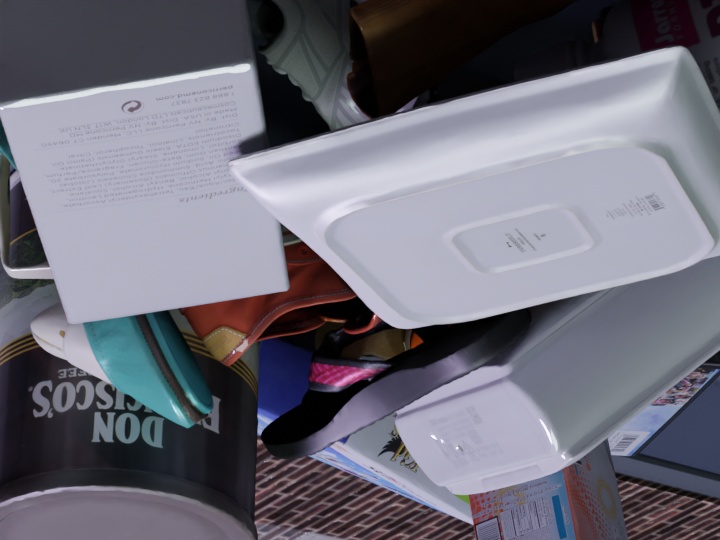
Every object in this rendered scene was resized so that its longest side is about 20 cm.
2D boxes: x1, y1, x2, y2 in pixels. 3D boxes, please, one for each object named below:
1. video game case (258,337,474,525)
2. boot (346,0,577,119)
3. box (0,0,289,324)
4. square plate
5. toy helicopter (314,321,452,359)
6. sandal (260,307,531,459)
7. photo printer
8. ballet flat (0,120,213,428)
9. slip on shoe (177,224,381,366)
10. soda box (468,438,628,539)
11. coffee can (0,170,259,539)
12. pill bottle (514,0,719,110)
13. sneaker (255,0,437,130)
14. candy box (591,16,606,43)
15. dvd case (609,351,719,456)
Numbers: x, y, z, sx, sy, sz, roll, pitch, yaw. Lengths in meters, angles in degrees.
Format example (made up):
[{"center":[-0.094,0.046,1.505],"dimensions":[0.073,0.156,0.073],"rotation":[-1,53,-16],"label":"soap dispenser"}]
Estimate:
[{"center":[-0.029,0.081,1.432],"dimensions":[0.200,0.046,0.181],"rotation":[19,169,38],"label":"video game case"},{"center":[0.079,-0.155,1.052],"dimensions":[0.200,0.069,0.188],"rotation":[-27,168,-12],"label":"boot"},{"center":[-0.099,-0.091,1.088],"dimensions":[0.106,0.153,0.200],"rotation":[-9,152,-2],"label":"box"},{"center":[0.069,-0.025,1.072],"dimensions":[0.198,0.029,0.200],"rotation":[-13,157,16],"label":"square plate"},{"center":[-0.006,-0.017,1.291],"dimensions":[0.079,0.133,0.200],"rotation":[20,-173,42],"label":"toy helicopter"},{"center":[0.010,0.043,1.229],"dimensions":[0.075,0.045,0.200],"rotation":[-44,-172,-38],"label":"sandal"},{"center":[0.128,0.030,1.254],"dimensions":[0.200,0.070,0.166],"rotation":[-35,-177,-22],"label":"photo printer"},{"center":[-0.135,0.001,1.202],"dimensions":[0.070,0.200,0.067],"rotation":[-26,156,5],"label":"ballet flat"},{"center":[0.000,0.000,1.214],"dimensions":[0.200,0.061,0.074],"rotation":[-16,167,-30],"label":"slip on shoe"},{"center":[0.094,0.081,1.374],"dimensions":[0.063,0.200,0.068],"rotation":[-22,151,26],"label":"soda box"},{"center":[-0.124,0.054,1.288],"dimensions":[0.146,0.200,0.146],"rotation":[0,150,0],"label":"coffee can"},{"center":[0.180,-0.089,1.143],"dimensions":[0.200,0.114,0.113],"rotation":[-21,150,13],"label":"pill bottle"},{"center":[-0.005,-0.105,1.188],"dimensions":[0.081,0.075,0.200],"rotation":[-1,146,8],"label":"sneaker"},{"center":[0.201,-0.077,1.299],"dimensions":[0.116,0.057,0.200],"rotation":[-14,150,12],"label":"candy box"},{"center":[0.123,0.081,1.616],"dimensions":[0.199,0.018,0.143],"rotation":[5,149,-21],"label":"dvd case"}]
